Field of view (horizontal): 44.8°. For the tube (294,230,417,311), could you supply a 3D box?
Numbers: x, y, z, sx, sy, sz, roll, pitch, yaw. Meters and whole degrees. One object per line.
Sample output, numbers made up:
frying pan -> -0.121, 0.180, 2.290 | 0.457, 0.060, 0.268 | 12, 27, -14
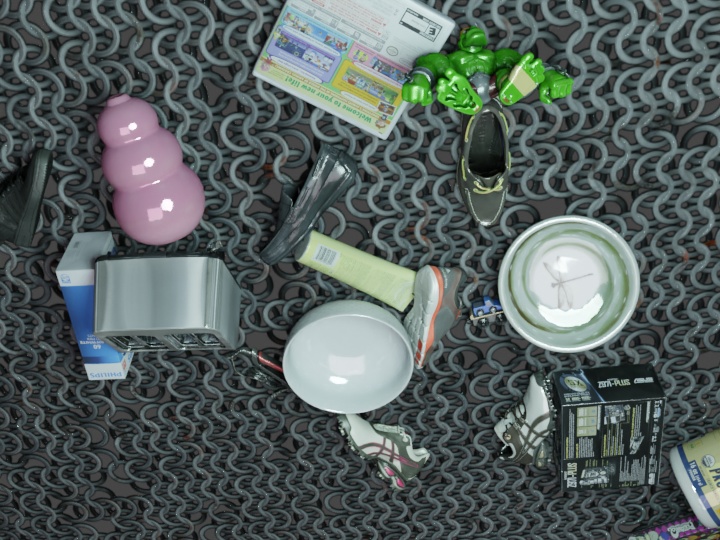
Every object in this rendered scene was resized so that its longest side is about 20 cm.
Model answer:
tube -> 0.000, 0.000, 1.292 | 0.200, 0.052, 0.058 | 23, 164, -21

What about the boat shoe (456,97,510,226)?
boat shoe -> 0.166, -0.141, 1.181 | 0.072, 0.061, 0.202 | -6, 124, 4

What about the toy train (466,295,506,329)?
toy train -> 0.254, 0.044, 1.321 | 0.199, 0.034, 0.046 | -16, 109, 10

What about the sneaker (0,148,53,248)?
sneaker -> -0.500, -0.096, 1.221 | 0.104, 0.060, 0.200 | 17, 126, -16

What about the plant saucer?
plant saucer -> 0.300, 0.017, 1.270 | 0.200, 0.050, 0.201 | 1, 100, 7

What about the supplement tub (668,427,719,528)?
supplement tub -> 0.631, 0.323, 1.440 | 0.200, 0.145, 0.144 | -30, 119, 19

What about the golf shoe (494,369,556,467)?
golf shoe -> 0.269, 0.249, 1.436 | 0.094, 0.078, 0.200 | -2, 123, 2

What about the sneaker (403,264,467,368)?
sneaker -> 0.120, 0.073, 1.322 | 0.082, 0.077, 0.200 | -8, 138, -19

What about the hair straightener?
hair straightener -> -0.132, 0.184, 1.417 | 0.200, 0.041, 0.077 | 25, 121, -16

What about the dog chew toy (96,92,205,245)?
dog chew toy -> -0.286, -0.136, 1.160 | 0.124, 0.125, 0.200 | -14, 115, 10

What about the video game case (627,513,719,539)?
video game case -> 0.600, 0.495, 1.585 | 0.181, 0.036, 0.200 | -25, 138, 19

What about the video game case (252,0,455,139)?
video game case -> -0.011, -0.284, 1.111 | 0.200, 0.022, 0.182 | 24, 121, -16

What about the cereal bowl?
cereal bowl -> -0.018, 0.122, 1.349 | 0.199, 0.083, 0.201 | 1, 124, 1

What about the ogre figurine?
ogre figurine -> 0.141, -0.237, 1.066 | 0.200, 0.120, 0.098 | -22, 122, 0

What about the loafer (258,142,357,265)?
loafer -> -0.085, -0.092, 1.218 | 0.070, 0.068, 0.201 | 36, 113, -12

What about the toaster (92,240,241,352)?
toaster -> -0.268, 0.044, 1.229 | 0.180, 0.119, 0.200 | -3, 163, 1

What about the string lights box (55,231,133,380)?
string lights box -> -0.386, 0.054, 1.295 | 0.059, 0.103, 0.200 | -3, 125, 2

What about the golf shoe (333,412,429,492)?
golf shoe -> 0.032, 0.284, 1.477 | 0.088, 0.077, 0.200 | -41, 119, 2

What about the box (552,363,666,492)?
box -> 0.403, 0.260, 1.434 | 0.163, 0.086, 0.200 | -6, 124, 5
